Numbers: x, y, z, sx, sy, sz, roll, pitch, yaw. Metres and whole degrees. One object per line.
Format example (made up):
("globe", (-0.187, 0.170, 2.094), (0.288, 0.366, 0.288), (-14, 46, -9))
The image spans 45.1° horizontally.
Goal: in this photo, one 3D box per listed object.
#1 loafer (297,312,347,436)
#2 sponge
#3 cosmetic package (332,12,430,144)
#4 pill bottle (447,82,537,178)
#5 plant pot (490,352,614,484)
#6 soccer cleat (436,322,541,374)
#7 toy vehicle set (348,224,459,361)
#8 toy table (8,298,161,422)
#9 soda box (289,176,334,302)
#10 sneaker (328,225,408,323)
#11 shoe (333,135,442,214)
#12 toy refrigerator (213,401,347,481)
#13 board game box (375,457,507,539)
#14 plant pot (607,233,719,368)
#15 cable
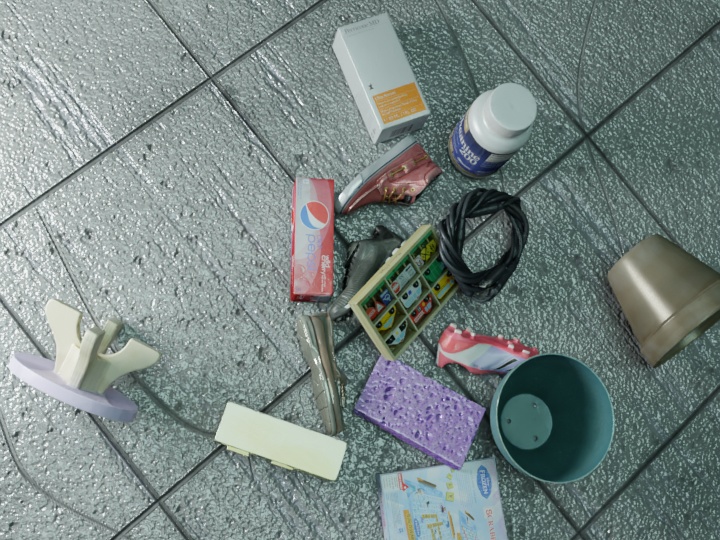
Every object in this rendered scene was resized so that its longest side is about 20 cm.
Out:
("loafer", (-0.049, 0.164, 1.410), (0.062, 0.072, 0.202), (-12, 77, -20))
("sponge", (0.098, 0.230, 1.422), (0.199, 0.030, 0.112), (28, 65, 5))
("cosmetic package", (0.036, -0.339, 1.533), (0.101, 0.071, 0.202), (-21, 82, -14))
("pill bottle", (0.226, -0.240, 1.480), (0.110, 0.200, 0.112), (2, 77, -10))
("plant pot", (0.294, 0.244, 1.421), (0.198, 0.135, 0.203), (2, 78, -11))
("soccer cleat", (0.224, 0.149, 1.474), (0.198, 0.067, 0.077), (16, 106, -13))
("toy vehicle set", (0.080, 0.035, 1.440), (0.200, 0.026, 0.125), (-46, 116, -25))
("toy table", (-0.408, 0.133, 1.299), (0.199, 0.184, 0.118), (27, 90, -16))
("soda box", (-0.081, -0.051, 1.452), (0.069, 0.063, 0.202), (2, 77, -10))
("sneaker", (0.000, 0.000, 1.456), (0.090, 0.067, 0.200), (41, 67, 5))
("shoe", (0.050, -0.142, 1.492), (0.200, 0.072, 0.091), (-41, 82, -21))
("toy refrigerator", (-0.128, 0.273, 1.365), (0.198, 0.076, 0.071), (21, 75, -6))
("board game box", (0.136, 0.417, 1.401), (0.197, 0.041, 0.202), (-5, 78, -12))
("plant pot", (0.528, 0.038, 1.498), (0.199, 0.201, 0.174), (-30, 68, -15))
("cable", (0.212, -0.058, 1.484), (0.163, 0.051, 0.200), (46, 66, -16))
